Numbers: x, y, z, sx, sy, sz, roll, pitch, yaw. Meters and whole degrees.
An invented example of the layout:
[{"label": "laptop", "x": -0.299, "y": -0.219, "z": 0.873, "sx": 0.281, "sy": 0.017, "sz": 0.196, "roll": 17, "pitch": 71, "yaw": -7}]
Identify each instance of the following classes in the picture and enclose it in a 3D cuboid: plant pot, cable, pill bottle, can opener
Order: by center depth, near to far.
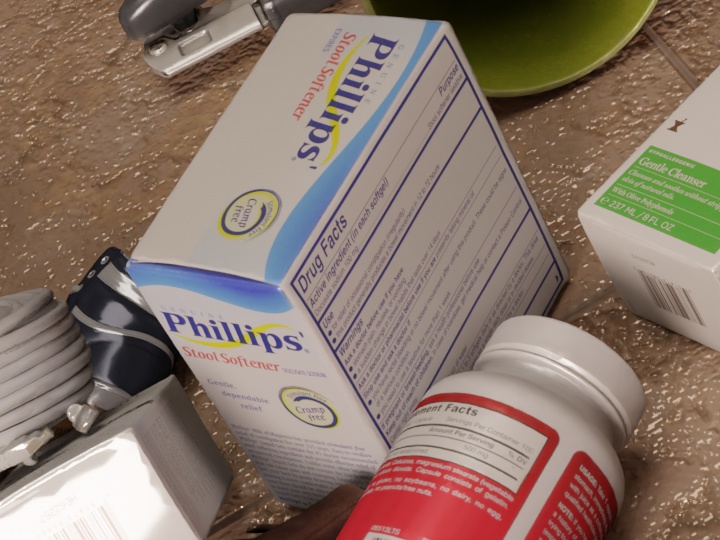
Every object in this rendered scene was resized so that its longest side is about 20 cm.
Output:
[{"label": "pill bottle", "x": 0.057, "y": 0.123, "z": 1.295, "sx": 0.112, "sy": 0.112, "sz": 0.200, "roll": 9, "pitch": 53, "yaw": 37}, {"label": "cable", "x": -0.236, "y": 0.072, "z": 1.402, "sx": 0.200, "sy": 0.069, "sz": 0.200, "roll": -21, "pitch": 9, "yaw": -3}, {"label": "plant pot", "x": 0.072, "y": -0.228, "z": 1.618, "sx": 0.187, "sy": 0.187, "sz": 0.200, "roll": -27, "pitch": 28, "yaw": 3}, {"label": "can opener", "x": -0.057, "y": -0.190, "z": 1.721, "sx": 0.200, "sy": 0.067, "sz": 0.053, "roll": -29, "pitch": 41, "yaw": 2}]

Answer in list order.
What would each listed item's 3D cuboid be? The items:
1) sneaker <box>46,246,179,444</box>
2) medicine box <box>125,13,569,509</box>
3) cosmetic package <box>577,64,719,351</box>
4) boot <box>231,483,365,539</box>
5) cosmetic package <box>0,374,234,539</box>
[{"label": "sneaker", "x": -0.187, "y": 0.038, "z": 1.560, "sx": 0.200, "sy": 0.070, "sz": 0.109, "roll": 12, "pitch": 60, "yaw": 30}, {"label": "medicine box", "x": 0.000, "y": 0.000, "z": 1.387, "sx": 0.103, "sy": 0.200, "sz": 0.182, "roll": 7, "pitch": 52, "yaw": 35}, {"label": "cosmetic package", "x": 0.224, "y": -0.055, "z": 1.402, "sx": 0.200, "sy": 0.085, "sz": 0.108, "roll": -47, "pitch": 40, "yaw": -17}, {"label": "boot", "x": -0.082, "y": 0.196, "z": 1.332, "sx": 0.072, "sy": 0.200, "sz": 0.166, "roll": 49, "pitch": 42, "yaw": 12}, {"label": "cosmetic package", "x": -0.129, "y": 0.116, "z": 1.366, "sx": 0.102, "sy": 0.074, "sz": 0.200, "roll": -30, "pitch": 5, "yaw": 3}]
